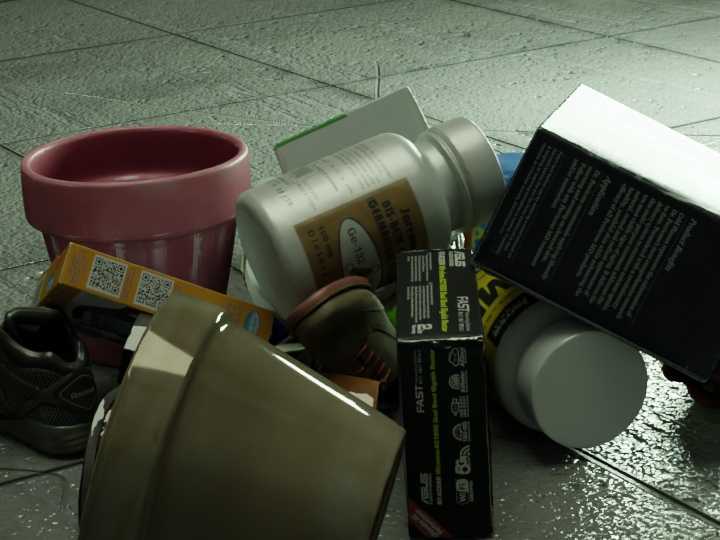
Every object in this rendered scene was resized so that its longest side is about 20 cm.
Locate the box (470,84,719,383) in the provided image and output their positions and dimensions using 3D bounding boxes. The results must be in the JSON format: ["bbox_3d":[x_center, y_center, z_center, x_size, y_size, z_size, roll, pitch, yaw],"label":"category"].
[{"bbox_3d":[0.214,-0.034,1.444,0.196,0.124,0.200,29,21,6],"label":"box"}]

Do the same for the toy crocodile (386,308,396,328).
[{"bbox_3d":[0.025,0.041,1.655,0.200,0.062,0.068,5,55,37],"label":"toy crocodile"}]

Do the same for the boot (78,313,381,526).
[{"bbox_3d":[-0.095,0.134,1.380,0.200,0.069,0.188,18,45,1],"label":"boot"}]

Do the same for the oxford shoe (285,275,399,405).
[{"bbox_3d":[0.001,0.058,1.461,0.070,0.075,0.200,-37,-20,8],"label":"oxford shoe"}]

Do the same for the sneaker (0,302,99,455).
[{"bbox_3d":[-0.285,0.072,1.517,0.199,0.114,0.076,12,21,42],"label":"sneaker"}]

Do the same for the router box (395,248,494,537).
[{"bbox_3d":[0.059,0.084,1.370,0.062,0.150,0.200,-3,18,2],"label":"router box"}]

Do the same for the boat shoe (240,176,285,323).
[{"bbox_3d":[-0.068,-0.005,1.624,0.071,0.064,0.200,10,31,-8],"label":"boat shoe"}]

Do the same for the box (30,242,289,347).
[{"bbox_3d":[-0.161,0.040,1.537,0.200,0.042,0.119,21,-21,-15],"label":"box"}]

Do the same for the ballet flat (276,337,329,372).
[{"bbox_3d":[-0.076,0.099,1.482,0.069,0.063,0.200,6,20,18],"label":"ballet flat"}]

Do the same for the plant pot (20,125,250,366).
[{"bbox_3d":[-0.194,-0.019,1.670,0.200,0.179,0.200,-2,18,1],"label":"plant pot"}]

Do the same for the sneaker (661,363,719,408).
[{"bbox_3d":[0.332,0.079,1.495,0.200,0.076,0.115,-2,20,36],"label":"sneaker"}]

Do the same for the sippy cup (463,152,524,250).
[{"bbox_3d":[0.155,-0.040,1.765,0.140,0.130,0.178,14,24,39],"label":"sippy cup"}]

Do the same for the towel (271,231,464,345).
[{"bbox_3d":[0.000,0.000,1.626,0.200,0.034,0.133,-35,30,14],"label":"towel"}]

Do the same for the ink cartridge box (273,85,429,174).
[{"bbox_3d":[0.001,-0.100,1.867,0.146,0.083,0.200,-25,-7,-1],"label":"ink cartridge box"}]

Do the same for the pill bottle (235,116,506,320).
[{"bbox_3d":[0.011,-0.046,1.508,0.200,0.114,0.114,-24,24,-16],"label":"pill bottle"}]

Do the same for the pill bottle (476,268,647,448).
[{"bbox_3d":[0.145,0.060,1.489,0.114,0.114,0.200,-7,19,-14],"label":"pill bottle"}]

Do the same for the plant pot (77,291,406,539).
[{"bbox_3d":[-0.069,0.135,1.224,0.173,0.200,0.200,18,21,5],"label":"plant pot"}]
